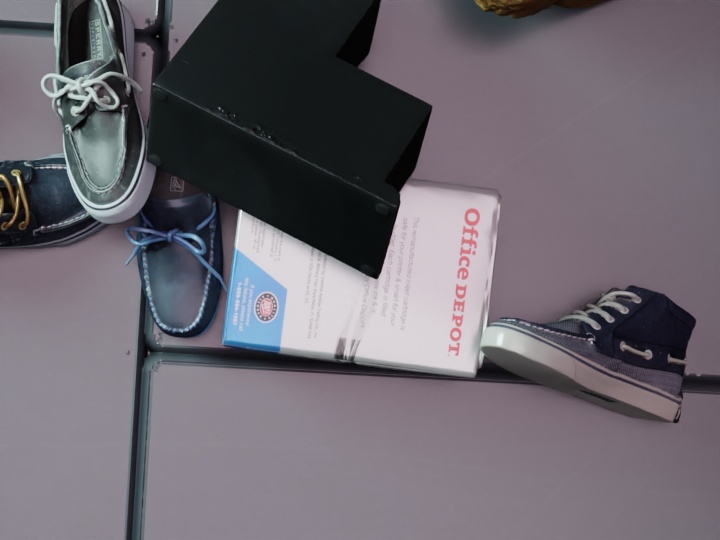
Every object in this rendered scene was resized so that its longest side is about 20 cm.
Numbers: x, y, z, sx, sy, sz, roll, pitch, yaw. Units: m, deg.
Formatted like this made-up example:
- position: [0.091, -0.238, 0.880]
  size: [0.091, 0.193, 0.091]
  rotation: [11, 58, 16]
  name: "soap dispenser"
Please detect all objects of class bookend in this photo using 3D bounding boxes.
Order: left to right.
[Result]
- position: [-0.025, -0.131, 1.390]
  size: [0.198, 0.092, 0.201]
  rotation: [26, 56, 8]
  name: "bookend"

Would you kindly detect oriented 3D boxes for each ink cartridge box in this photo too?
- position: [0.000, 0.000, 1.444]
  size: [0.198, 0.084, 0.147]
  rotation: [8, 85, -3]
  name: "ink cartridge box"

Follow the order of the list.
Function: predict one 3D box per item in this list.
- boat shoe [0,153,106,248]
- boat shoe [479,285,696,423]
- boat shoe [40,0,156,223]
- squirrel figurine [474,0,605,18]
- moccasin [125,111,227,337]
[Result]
- position: [-0.278, -0.049, 1.427]
  size: [0.199, 0.091, 0.071]
  rotation: [-11, 87, -4]
  name: "boat shoe"
- position: [0.177, 0.048, 1.433]
  size: [0.199, 0.074, 0.093]
  rotation: [23, 78, -38]
  name: "boat shoe"
- position: [-0.200, -0.135, 1.415]
  size: [0.073, 0.068, 0.201]
  rotation: [-10, 66, 15]
  name: "boat shoe"
- position: [0.135, -0.301, 1.450]
  size: [0.199, 0.142, 0.188]
  rotation: [-23, 82, -7]
  name: "squirrel figurine"
- position: [-0.148, -0.049, 1.444]
  size: [0.080, 0.068, 0.202]
  rotation: [-6, 84, 3]
  name: "moccasin"
